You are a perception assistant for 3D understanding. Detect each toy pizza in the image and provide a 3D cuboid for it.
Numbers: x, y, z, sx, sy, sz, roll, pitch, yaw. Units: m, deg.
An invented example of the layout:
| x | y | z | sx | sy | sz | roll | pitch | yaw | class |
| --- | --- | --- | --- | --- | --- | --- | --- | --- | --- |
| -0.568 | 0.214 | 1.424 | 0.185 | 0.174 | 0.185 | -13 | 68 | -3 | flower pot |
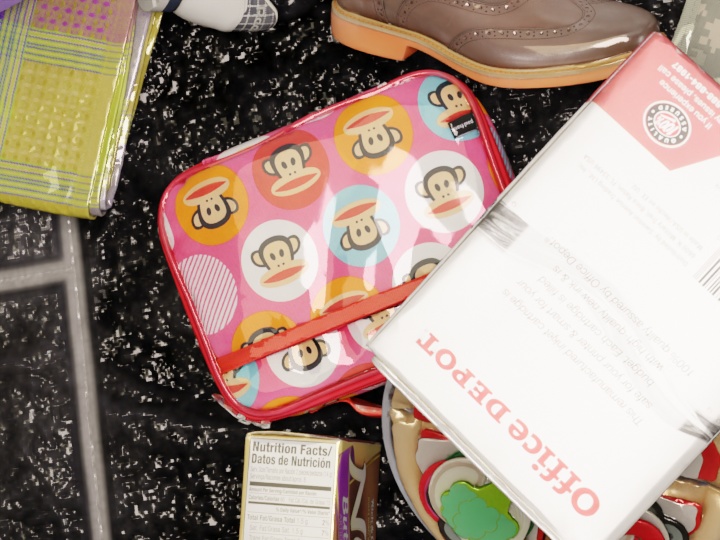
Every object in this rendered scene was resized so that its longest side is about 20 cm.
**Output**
| x | y | z | sx | sy | sz | roll | pitch | yaw | class |
| --- | --- | --- | --- | --- | --- | --- | --- | --- | --- |
| 0.103 | 0.097 | 0.892 | 0.198 | 0.032 | 0.202 | 9 | 119 | 16 | toy pizza |

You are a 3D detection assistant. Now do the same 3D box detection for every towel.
| x | y | z | sx | sy | sz | roll | pitch | yaw | class |
| --- | --- | --- | --- | --- | --- | --- | --- | --- | --- |
| -0.221 | -0.114 | 1.021 | 0.198 | 0.023 | 0.145 | 11 | 87 | 15 | towel |

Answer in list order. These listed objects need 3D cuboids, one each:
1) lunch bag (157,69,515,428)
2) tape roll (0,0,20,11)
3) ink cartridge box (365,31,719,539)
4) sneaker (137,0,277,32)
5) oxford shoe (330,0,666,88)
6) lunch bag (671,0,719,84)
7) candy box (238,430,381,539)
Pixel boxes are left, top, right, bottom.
| x | y | z | sx | sy | sz | roll | pitch | yaw | class |
| --- | --- | --- | --- | --- | --- | --- | --- | --- | --- |
| 0.000 | 0.000 | 0.956 | 0.199 | 0.082 | 0.177 | -22 | 84 | 8 | lunch bag |
| -0.241 | -0.249 | 0.983 | 0.198 | 0.085 | 0.202 | -9 | 67 | 22 | tape roll |
| 0.123 | 0.015 | 0.804 | 0.147 | 0.083 | 0.200 | 44 | 94 | 10 | ink cartridge box |
| -0.081 | -0.235 | 1.009 | 0.080 | 0.076 | 0.202 | 11 | 74 | -19 | sneaker |
| 0.069 | -0.147 | 0.916 | 0.198 | 0.071 | 0.073 | 13 | 123 | 25 | oxford shoe |
| 0.228 | -0.055 | 0.890 | 0.163 | 0.118 | 0.202 | 18 | 93 | 14 | lunch bag |
| -0.029 | 0.189 | 0.918 | 0.056 | 0.117 | 0.202 | 3 | 83 | 12 | candy box |
